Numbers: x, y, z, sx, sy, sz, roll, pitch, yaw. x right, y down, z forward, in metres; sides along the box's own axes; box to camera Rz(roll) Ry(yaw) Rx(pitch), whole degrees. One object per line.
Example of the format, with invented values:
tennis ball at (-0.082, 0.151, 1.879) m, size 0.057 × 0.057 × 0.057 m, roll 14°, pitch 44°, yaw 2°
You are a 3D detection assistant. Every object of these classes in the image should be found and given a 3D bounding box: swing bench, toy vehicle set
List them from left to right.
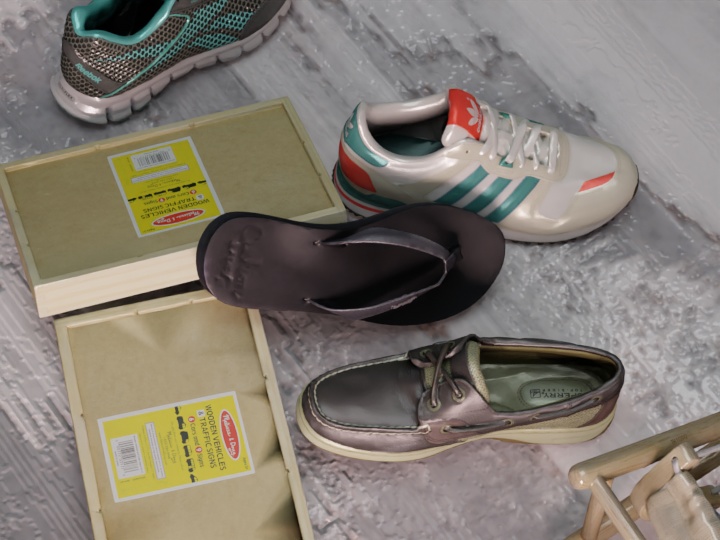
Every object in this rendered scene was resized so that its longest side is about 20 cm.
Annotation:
toy vehicle set at (-0.121, -0.043, 1.346) m, size 0.200 × 0.027 × 0.124 m, roll -14°, pitch 44°, yaw -11°
toy vehicle set at (-0.105, 0.108, 1.269) m, size 0.124 × 0.027 × 0.200 m, roll -10°, pitch 60°, yaw -8°
swing bench at (0.244, 0.172, 1.199) m, size 0.200 × 0.130 × 0.199 m, roll -25°, pitch 63°, yaw -17°

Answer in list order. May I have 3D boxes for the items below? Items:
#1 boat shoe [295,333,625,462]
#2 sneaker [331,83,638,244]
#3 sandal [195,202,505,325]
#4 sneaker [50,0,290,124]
boat shoe at (0.062, 0.069, 1.278) m, size 0.200 × 0.066 × 0.072 m, roll -1°, pitch 55°, yaw -12°
sneaker at (0.082, -0.072, 1.355) m, size 0.199 × 0.093 × 0.070 m, roll 4°, pitch 59°, yaw 0°
sandal at (0.000, 0.001, 1.302) m, size 0.200 × 0.076 × 0.043 m, roll -3°, pitch 14°, yaw -22°
sneaker at (-0.118, -0.177, 1.409) m, size 0.200 × 0.091 × 0.078 m, roll -39°, pitch 69°, yaw -22°
